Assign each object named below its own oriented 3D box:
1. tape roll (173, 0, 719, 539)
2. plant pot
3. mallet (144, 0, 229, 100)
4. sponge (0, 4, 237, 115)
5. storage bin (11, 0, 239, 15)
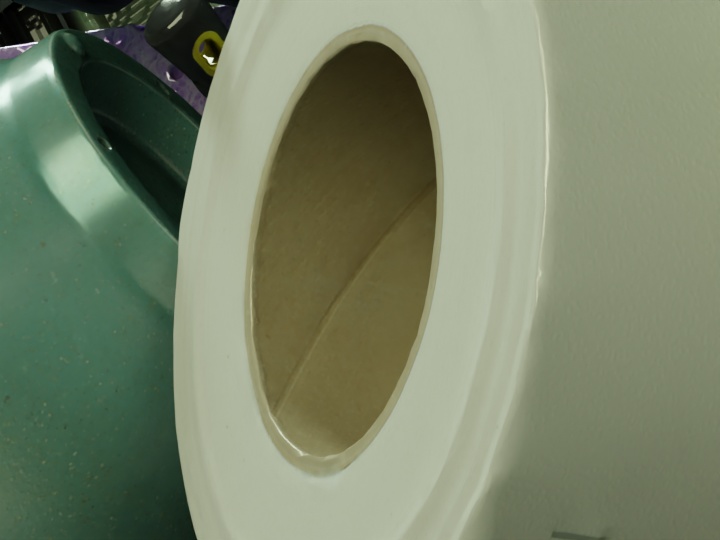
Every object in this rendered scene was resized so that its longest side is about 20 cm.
[{"bbox_3d":[0.024,0.000,0.714,0.202,0.071,0.203,-27,59,59],"label":"tape roll"},{"bbox_3d":[-0.092,0.017,0.861,0.134,0.200,0.201,-42,49,14],"label":"plant pot"},{"bbox_3d":[0.000,0.000,0.838,0.066,0.200,0.041,-53,35,-2],"label":"mallet"},{"bbox_3d":[-0.041,-0.029,0.959,0.199,0.030,0.112,-9,82,25],"label":"sponge"},{"bbox_3d":[-0.034,-0.164,0.901,0.134,0.145,0.201,19,92,33],"label":"storage bin"}]
